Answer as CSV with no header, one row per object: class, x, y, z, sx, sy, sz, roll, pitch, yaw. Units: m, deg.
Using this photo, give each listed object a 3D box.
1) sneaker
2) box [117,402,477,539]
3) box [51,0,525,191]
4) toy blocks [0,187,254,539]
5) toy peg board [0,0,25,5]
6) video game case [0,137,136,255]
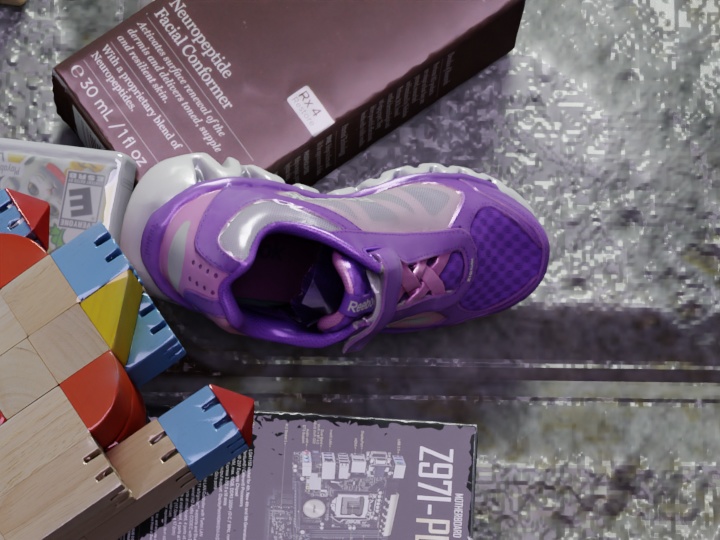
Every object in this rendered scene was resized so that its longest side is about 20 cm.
sneaker,0.000,0.000,1.051,0.200,0.088,0.081,2,109,-27
box,-0.036,0.164,1.038,0.163,0.086,0.201,3,76,-1
box,-0.032,-0.098,1.114,0.200,0.075,0.100,-35,79,-12
toy blocks,-0.136,0.040,0.993,0.137,0.100,0.200,-34,69,-5
toy peg board,-0.204,-0.255,1.095,0.098,0.199,0.201,9,75,17
video game case,-0.208,0.027,1.066,0.199,0.023,0.183,7,82,15
